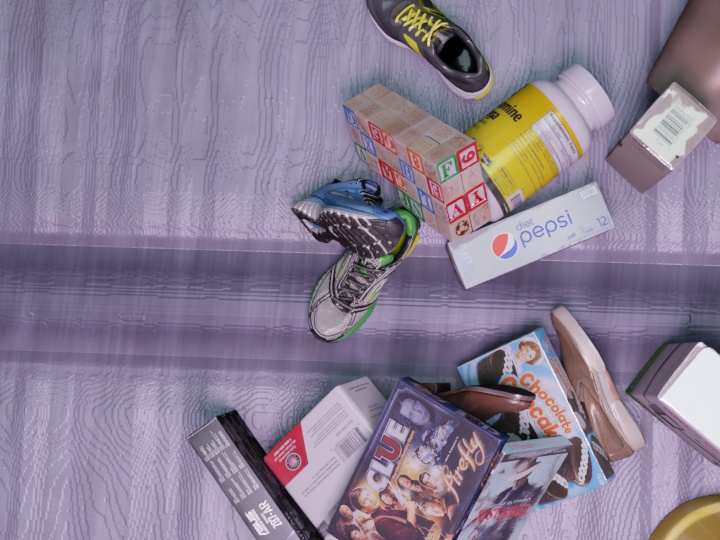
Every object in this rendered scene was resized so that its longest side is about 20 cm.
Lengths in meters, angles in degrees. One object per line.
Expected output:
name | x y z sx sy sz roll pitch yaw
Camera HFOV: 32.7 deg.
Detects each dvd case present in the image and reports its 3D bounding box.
dvd case | 0.157 0.281 1.432 0.022 0.146 0.200 40 113 35

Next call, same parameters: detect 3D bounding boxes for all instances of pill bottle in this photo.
pill bottle | 0.206 -0.160 1.500 0.200 0.112 0.113 -37 85 -1

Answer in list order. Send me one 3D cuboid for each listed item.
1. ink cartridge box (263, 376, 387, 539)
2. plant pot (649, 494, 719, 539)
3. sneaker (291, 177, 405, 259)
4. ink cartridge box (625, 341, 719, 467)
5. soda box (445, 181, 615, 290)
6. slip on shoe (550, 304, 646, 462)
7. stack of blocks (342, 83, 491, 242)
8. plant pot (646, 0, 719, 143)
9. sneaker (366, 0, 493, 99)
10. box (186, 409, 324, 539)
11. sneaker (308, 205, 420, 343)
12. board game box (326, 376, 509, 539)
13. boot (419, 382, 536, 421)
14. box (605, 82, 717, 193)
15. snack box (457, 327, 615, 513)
ink cartridge box | 0.006 0.251 1.458 0.144 0.084 0.200 -45 74 23
plant pot | 0.440 0.371 1.417 0.200 0.189 0.202 0 87 3
sneaker | -0.007 -0.078 1.475 0.090 0.200 0.078 -48 122 -14
ink cartridge box | 0.404 0.159 1.426 0.145 0.200 0.084 40 89 5
soda box | 0.207 -0.041 1.514 0.199 0.068 0.064 -23 87 1
slip on shoe | 0.276 0.140 1.500 0.060 0.076 0.200 -29 92 5
stack of blocks | 0.066 -0.131 1.467 0.058 0.115 0.200 -31 41 -17
plant pot | 0.444 -0.255 1.473 0.200 0.200 0.174 43 106 4
sneaker | 0.090 -0.298 1.528 0.200 0.085 0.075 40 88 4
box | -0.120 0.262 1.463 0.043 0.160 0.200 -35 86 0
sneaker | 0.000 0.000 1.513 0.078 0.085 0.200 34 89 4
board game box | 0.061 0.238 1.366 0.135 0.035 0.201 29 103 20
boot | 0.130 0.236 1.468 0.186 0.064 0.201 -3 84 43
box | 0.351 -0.153 1.449 0.068 0.200 0.082 42 88 5
snack box | 0.212 0.183 1.491 0.116 0.037 0.200 -29 85 29
